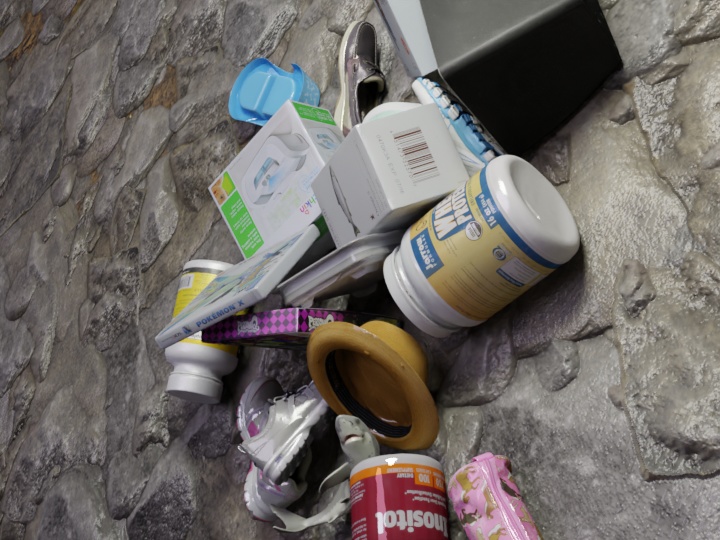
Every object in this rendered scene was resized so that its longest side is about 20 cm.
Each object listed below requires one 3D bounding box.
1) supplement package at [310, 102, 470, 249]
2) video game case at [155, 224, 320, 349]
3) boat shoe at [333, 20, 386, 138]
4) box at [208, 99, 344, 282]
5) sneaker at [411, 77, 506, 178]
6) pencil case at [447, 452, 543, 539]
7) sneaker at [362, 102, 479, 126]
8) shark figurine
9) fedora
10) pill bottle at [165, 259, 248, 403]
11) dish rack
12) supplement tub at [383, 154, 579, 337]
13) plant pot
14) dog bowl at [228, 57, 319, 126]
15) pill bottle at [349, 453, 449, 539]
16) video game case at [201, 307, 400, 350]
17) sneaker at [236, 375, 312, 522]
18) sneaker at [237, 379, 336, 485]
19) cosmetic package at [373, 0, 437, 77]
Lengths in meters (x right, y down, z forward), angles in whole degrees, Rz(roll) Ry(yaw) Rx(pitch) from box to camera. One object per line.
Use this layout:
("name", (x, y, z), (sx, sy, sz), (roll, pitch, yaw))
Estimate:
("supplement package", (0.033, -0.109, 1.435), (0.117, 0.117, 0.200), (66, 157, 9))
("video game case", (-0.160, 0.019, 1.510), (0.182, 0.022, 0.200), (-26, 14, 29))
("boat shoe", (0.006, -0.274, 1.676), (0.065, 0.072, 0.200), (-4, 72, 41))
("box", (-0.097, -0.109, 1.642), (0.200, 0.097, 0.177), (-42, 62, 29))
("sneaker", (0.115, -0.156, 1.437), (0.087, 0.075, 0.200), (-43, 69, 21))
("pencil case", (0.160, 0.290, 1.204), (0.087, 0.083, 0.200), (-48, 41, 21))
("sneaker", (0.063, -0.162, 1.544), (0.200, 0.074, 0.118), (2, 66, 46))
("shark figurine", (-0.021, 0.255, 1.422), (0.215, 0.128, 0.090), (-58, 25, 30))
("fedora", (0.028, 0.127, 1.389), (0.200, 0.201, 0.082), (-6, 31, 46))
("pill bottle", (-0.232, 0.094, 1.715), (0.111, 0.111, 0.200), (-8, 66, 46))
("dish rack", (0.000, 0.000, 1.464), (0.172, 0.200, 0.044), (-30, 79, 34))
("supplement tub", (0.139, -0.024, 1.337), (0.200, 0.145, 0.145), (-39, 46, 28))
("plant pot", (0.199, -0.294, 1.387), (0.177, 0.199, 0.200), (-27, 51, 20))
("dog bowl", (-0.138, -0.280, 1.852), (0.200, 0.050, 0.112), (22, 88, 50))
("pill bottle", (0.047, 0.319, 1.291), (0.113, 0.113, 0.200), (-27, 53, 37))
("video game case", (-0.079, 0.079, 1.498), (0.200, 0.181, 0.036), (-9, 77, 45))
("sneaker", (-0.107, 0.232, 1.540), (0.088, 0.081, 0.200), (-28, 59, 32))
("sneaker", (-0.080, 0.176, 1.477), (0.082, 0.075, 0.200), (31, 60, 13))
("cosmetic package", (0.062, -0.335, 1.515), (0.052, 0.151, 0.200), (-28, 9, 2))
